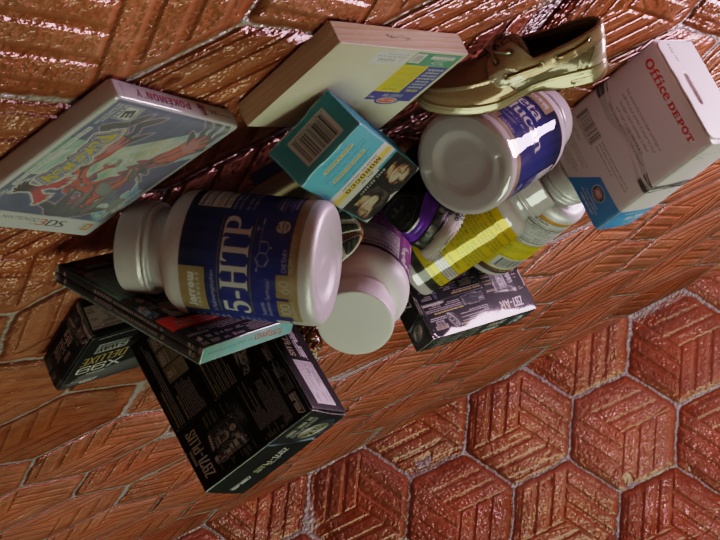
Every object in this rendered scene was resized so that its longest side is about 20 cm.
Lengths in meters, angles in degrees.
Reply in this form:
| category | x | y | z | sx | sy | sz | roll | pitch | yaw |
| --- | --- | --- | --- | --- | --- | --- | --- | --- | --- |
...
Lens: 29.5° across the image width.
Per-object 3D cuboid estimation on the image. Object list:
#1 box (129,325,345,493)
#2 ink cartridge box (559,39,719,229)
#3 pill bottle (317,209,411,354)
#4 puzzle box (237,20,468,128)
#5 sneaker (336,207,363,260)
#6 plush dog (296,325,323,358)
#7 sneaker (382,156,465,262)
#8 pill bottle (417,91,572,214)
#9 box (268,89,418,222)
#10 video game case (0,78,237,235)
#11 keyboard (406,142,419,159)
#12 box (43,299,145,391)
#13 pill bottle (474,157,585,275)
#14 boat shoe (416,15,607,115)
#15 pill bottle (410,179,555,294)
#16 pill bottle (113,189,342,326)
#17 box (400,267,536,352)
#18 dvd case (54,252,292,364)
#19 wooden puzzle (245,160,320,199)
| category | x | y | z | sx | sy | sz | roll | pitch | yaw |
| --- | --- | --- | --- | --- | --- | --- | --- | --- | --- |
| box | -0.139 | 0.124 | 1.547 | 0.164 | 0.200 | 0.086 | -39 | 157 | 15 |
| ink cartridge box | 0.341 | -0.163 | 1.658 | 0.086 | 0.147 | 0.200 | -9 | 157 | -44 |
| pill bottle | 0.000 | 0.000 | 1.508 | 0.112 | 0.112 | 0.200 | -32 | -153 | 23 |
| puzzle box | -0.004 | -0.179 | 1.279 | 0.133 | 0.026 | 0.200 | -37 | 162 | 34 |
| sneaker | -0.079 | -0.022 | 1.452 | 0.199 | 0.077 | 0.085 | -21 | 179 | 27 |
| plush dog | -0.110 | 0.089 | 1.678 | 0.172 | 0.160 | 0.200 | -44 | -165 | 2 |
| sneaker | 0.067 | -0.096 | 1.491 | 0.070 | 0.099 | 0.200 | -49 | -170 | 27 |
| pill bottle | 0.152 | -0.139 | 1.465 | 0.111 | 0.111 | 0.200 | -37 | 177 | 36 |
| box | -0.012 | -0.106 | 1.326 | 0.082 | 0.049 | 0.200 | -46 | 162 | 7 |
| video game case | -0.231 | -0.093 | 1.200 | 0.200 | 0.023 | 0.182 | -33 | 164 | 22 |
| keyboard | 0.042 | -0.107 | 1.605 | 0.127 | 0.021 | 0.200 | -13 | 159 | -41 |
| box | -0.262 | 0.067 | 1.631 | 0.199 | 0.050 | 0.158 | -16 | 161 | -35 |
| pill bottle | 0.220 | -0.084 | 1.798 | 0.109 | 0.110 | 0.200 | -11 | 159 | -44 |
| boat shoe | 0.149 | -0.210 | 1.371 | 0.199 | 0.071 | 0.065 | -16 | 129 | -7 |
| pill bottle | 0.131 | -0.068 | 1.690 | 0.200 | 0.115 | 0.114 | -33 | 164 | 10 |
| pill bottle | -0.126 | -0.015 | 1.305 | 0.199 | 0.120 | 0.120 | 5 | 170 | 13 |
| box | 0.127 | 0.011 | 1.870 | 0.199 | 0.161 | 0.044 | -15 | 162 | -38 |
| dvd case | -0.185 | 0.029 | 1.369 | 0.146 | 0.199 | 0.022 | -18 | 129 | -54 |
| wooden puzzle | -0.103 | -0.069 | 1.457 | 0.185 | 0.046 | 0.200 | -29 | 169 | 13 |
